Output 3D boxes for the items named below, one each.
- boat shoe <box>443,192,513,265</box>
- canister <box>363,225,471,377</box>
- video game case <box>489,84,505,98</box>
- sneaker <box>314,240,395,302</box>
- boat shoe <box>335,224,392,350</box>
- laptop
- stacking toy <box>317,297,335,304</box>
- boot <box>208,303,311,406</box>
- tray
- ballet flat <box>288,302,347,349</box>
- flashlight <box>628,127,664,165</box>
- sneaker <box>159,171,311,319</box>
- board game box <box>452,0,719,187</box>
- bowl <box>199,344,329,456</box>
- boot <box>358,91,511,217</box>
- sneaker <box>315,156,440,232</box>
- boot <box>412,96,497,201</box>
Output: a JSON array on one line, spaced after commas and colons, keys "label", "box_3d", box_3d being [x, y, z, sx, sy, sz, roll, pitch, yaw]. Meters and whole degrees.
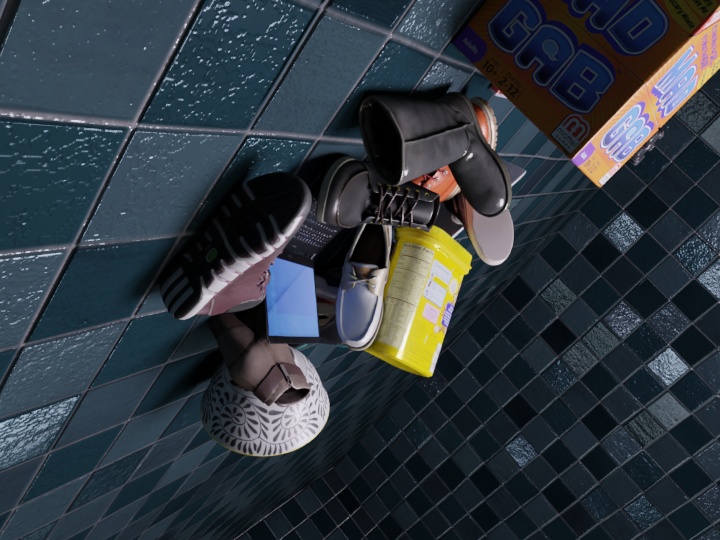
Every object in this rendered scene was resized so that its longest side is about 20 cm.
[{"label": "boat shoe", "box_3d": [0.180, -0.090, 1.036, 0.073, 0.204, 0.093, -1, 157, -16]}, {"label": "canister", "box_3d": [0.086, 0.046, 1.007, 0.148, 0.085, 0.204, 32, 73, -47]}, {"label": "video game case", "box_3d": [0.277, -0.333, 0.943, 0.201, 0.017, 0.142, -52, 162, 27]}, {"label": "sneaker", "box_3d": [0.000, 0.000, 1.033, 0.197, 0.075, 0.117, 16, 84, -39]}, {"label": "boat shoe", "box_3d": [0.003, 0.008, 0.934, 0.069, 0.073, 0.204, 79, 19, -70]}, {"label": "laptop", "box_3d": [-0.045, -0.014, 0.828, 0.200, 0.104, 0.177, -45, 165, 8]}, {"label": "stacking toy", "box_3d": [0.008, 0.026, 1.120, 0.198, 0.086, 0.086, -26, 158, -33]}, {"label": "boot", "box_3d": [-0.119, 0.116, 0.901, 0.071, 0.146, 0.199, -49, 163, 22]}, {"label": "tray", "box_3d": [0.183, -0.118, 1.122, 0.199, 0.107, 0.022, -41, 129, -7]}, {"label": "ballet flat", "box_3d": [-0.078, 0.082, 1.025, 0.197, 0.075, 0.072, -8, -168, 44]}, {"label": "flashlight", "box_3d": [0.332, -0.242, 0.910, 0.068, 0.201, 0.067, -46, 162, 16]}, {"label": "sneaker", "box_3d": [-0.112, -0.021, 0.693, 0.199, 0.077, 0.115, -37, 158, 17]}, {"label": "board game box", "box_3d": [0.268, -0.252, 0.763, 0.200, 0.201, 0.199, -47, 158, 19]}, {"label": "bowl", "box_3d": [-0.140, 0.165, 0.974, 0.199, 0.199, 0.096, -27, 135, -42]}, {"label": "boot", "box_3d": [0.094, -0.128, 0.768, 0.072, 0.184, 0.199, -30, 180, 33]}, {"label": "sneaker", "box_3d": [0.028, -0.084, 0.775, 0.199, 0.104, 0.076, -29, 137, -63]}, {"label": "boot", "box_3d": [0.119, -0.155, 0.929, 0.106, 0.076, 0.201, -26, 159, -31]}]
